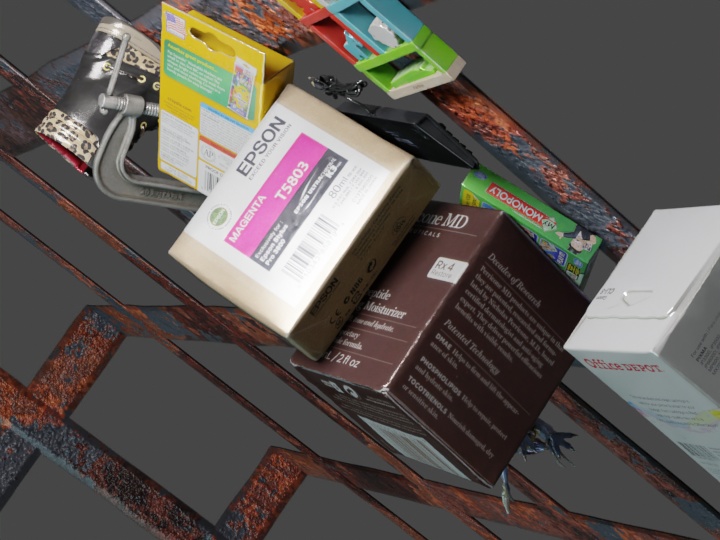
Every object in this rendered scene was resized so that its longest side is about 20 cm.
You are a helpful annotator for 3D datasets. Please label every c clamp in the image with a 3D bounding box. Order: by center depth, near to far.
[{"bbox_3d":[-0.187,-0.136,1.821,0.200,0.171,0.027,14,-157,-38],"label":"c clamp"}]

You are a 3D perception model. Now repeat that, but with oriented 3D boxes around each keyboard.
[{"bbox_3d":[0.024,-0.134,1.570,0.127,0.021,0.200,34,175,-22],"label":"keyboard"}]

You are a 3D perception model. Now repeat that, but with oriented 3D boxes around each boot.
[{"bbox_3d":[-0.226,-0.150,1.867,0.200,0.151,0.073,38,166,-16],"label":"boot"}]

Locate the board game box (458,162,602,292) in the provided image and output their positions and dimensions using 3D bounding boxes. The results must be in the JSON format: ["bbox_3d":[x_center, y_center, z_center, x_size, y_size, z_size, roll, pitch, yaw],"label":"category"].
[{"bbox_3d":[0.152,-0.022,1.678,0.134,0.029,0.200,31,166,10],"label":"board game box"}]

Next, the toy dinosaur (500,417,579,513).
[{"bbox_3d":[0.211,0.200,2.251,0.181,0.105,0.201,-152,47,-77],"label":"toy dinosaur"}]

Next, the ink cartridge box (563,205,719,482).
[{"bbox_3d":[0.293,0.063,1.395,0.200,0.145,0.145,39,166,-17],"label":"ink cartridge box"}]

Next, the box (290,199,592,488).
[{"bbox_3d":[0.078,0.063,1.654,0.164,0.200,0.166,43,163,-30],"label":"box"}]

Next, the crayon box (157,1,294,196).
[{"bbox_3d":[-0.129,-0.159,1.710,0.125,0.052,0.200,29,137,23],"label":"crayon box"}]

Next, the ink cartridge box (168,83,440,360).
[{"bbox_3d":[-0.052,-0.046,1.634,0.165,0.200,0.075,32,175,30],"label":"ink cartridge box"}]

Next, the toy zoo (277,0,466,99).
[{"bbox_3d":[-0.018,-0.215,1.449,0.200,0.020,0.131,39,165,-15],"label":"toy zoo"}]
